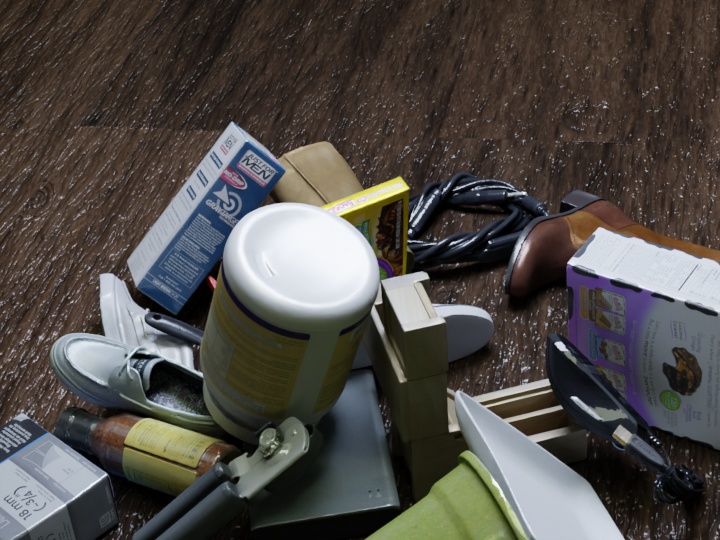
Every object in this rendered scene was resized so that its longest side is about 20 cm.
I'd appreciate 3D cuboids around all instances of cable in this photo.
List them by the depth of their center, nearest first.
[{"bbox_3d":[0.110,-0.060,1.755,0.198,0.051,0.164,-16,36,-13],"label":"cable"}]

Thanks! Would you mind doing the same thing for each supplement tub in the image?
[{"bbox_3d":[-0.071,0.054,1.410,0.143,0.201,0.147,10,46,-10],"label":"supplement tub"}]

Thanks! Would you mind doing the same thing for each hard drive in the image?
[{"bbox_3d":[-0.042,0.177,1.462,0.138,0.033,0.201,-9,35,-3],"label":"hard drive"}]

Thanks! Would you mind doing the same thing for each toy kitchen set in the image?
[{"bbox_3d":[0.102,0.073,1.439,0.178,0.202,0.164,-12,36,-10],"label":"toy kitchen set"}]

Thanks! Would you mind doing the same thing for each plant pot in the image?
[{"bbox_3d":[0.048,0.273,1.200,0.182,0.202,0.201,-25,38,-7],"label":"plant pot"}]

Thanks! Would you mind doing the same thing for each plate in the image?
[{"bbox_3d":[0.164,0.211,1.287,0.032,0.199,0.201,-45,35,14],"label":"plate"}]

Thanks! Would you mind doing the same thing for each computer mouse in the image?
[{"bbox_3d":[0.223,0.140,1.365,0.200,0.046,0.140,47,11,13],"label":"computer mouse"}]

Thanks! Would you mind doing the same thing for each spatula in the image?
[{"bbox_3d":[-0.128,0.079,1.566,0.197,0.021,0.057,16,36,-3],"label":"spatula"}]

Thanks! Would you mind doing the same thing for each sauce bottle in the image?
[{"bbox_3d":[-0.206,0.173,1.465,0.198,0.067,0.066,16,41,29],"label":"sauce bottle"}]

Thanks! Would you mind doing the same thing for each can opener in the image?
[{"bbox_3d":[-0.118,0.207,1.371,0.199,0.067,0.053,-37,35,4],"label":"can opener"}]

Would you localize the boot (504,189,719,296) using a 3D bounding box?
[{"bbox_3d":[0.275,0.004,1.651,0.199,0.069,0.188,28,40,28],"label":"boot"}]

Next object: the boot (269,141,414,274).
[{"bbox_3d":[-0.057,-0.043,1.656,0.173,0.067,0.200,-19,49,-25],"label":"boot"}]

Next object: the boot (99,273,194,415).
[{"bbox_3d":[-0.224,0.074,1.614,0.094,0.074,0.201,-7,43,-12],"label":"boot"}]

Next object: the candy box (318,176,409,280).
[{"bbox_3d":[0.000,0.000,1.559,0.101,0.201,0.026,-20,49,-19],"label":"candy box"}]

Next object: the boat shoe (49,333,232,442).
[{"bbox_3d":[-0.208,0.105,1.491,0.199,0.072,0.071,24,56,-2],"label":"boat shoe"}]

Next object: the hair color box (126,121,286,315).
[{"bbox_3d":[-0.171,-0.058,1.675,0.201,0.060,0.100,-53,23,5],"label":"hair color box"}]

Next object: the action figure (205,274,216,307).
[{"bbox_3d":[-0.088,-0.021,1.715,0.198,0.066,0.099,-21,47,-19],"label":"action figure"}]

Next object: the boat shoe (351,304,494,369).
[{"bbox_3d":[0.040,0.054,1.563,0.197,0.071,0.070,-7,45,-19],"label":"boat shoe"}]

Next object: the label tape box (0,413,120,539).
[{"bbox_3d":[-0.345,0.233,1.405,0.143,0.064,0.199,25,46,37],"label":"label tape box"}]

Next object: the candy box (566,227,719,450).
[{"bbox_3d":[0.299,0.070,1.441,0.198,0.169,0.072,18,43,30],"label":"candy box"}]
